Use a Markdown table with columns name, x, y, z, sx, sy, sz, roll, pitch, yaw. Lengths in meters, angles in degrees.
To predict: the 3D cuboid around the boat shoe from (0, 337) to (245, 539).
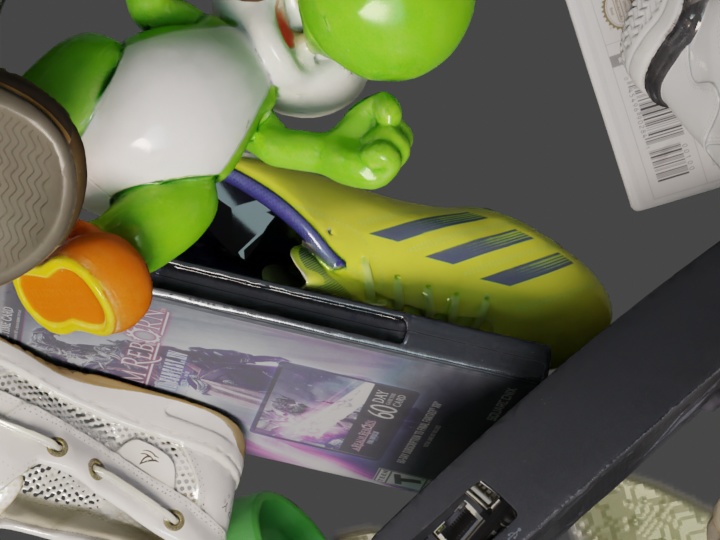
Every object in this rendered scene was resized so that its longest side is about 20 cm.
| name | x | y | z | sx | sy | sz | roll | pitch | yaw |
| --- | --- | --- | --- | --- | --- | --- | --- | --- | --- |
| boat shoe | -0.140 | 0.069 | 0.953 | 0.199 | 0.070 | 0.071 | 15 | 147 | -13 |

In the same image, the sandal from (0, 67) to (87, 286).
| name | x | y | z | sx | sy | sz | roll | pitch | yaw |
| --- | --- | --- | --- | --- | --- | --- | --- | --- | --- |
| sandal | -0.181 | -0.025 | 0.753 | 0.198 | 0.055 | 0.082 | 8 | 122 | -2 |

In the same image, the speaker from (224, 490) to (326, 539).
| name | x | y | z | sx | sy | sz | roll | pitch | yaw |
| --- | --- | --- | --- | --- | --- | --- | --- | --- | --- |
| speaker | -0.099 | 0.169 | 1.037 | 0.199 | 0.089 | 0.089 | -33 | 113 | 17 |

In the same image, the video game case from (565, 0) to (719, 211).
| name | x | y | z | sx | sy | sz | roll | pitch | yaw |
| --- | --- | --- | --- | --- | --- | --- | --- | --- | --- |
| video game case | 0.173 | -0.112 | 0.921 | 0.199 | 0.018 | 0.144 | -16 | 116 | 9 |

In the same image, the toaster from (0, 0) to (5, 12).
| name | x | y | z | sx | sy | sz | roll | pitch | yaw |
| --- | --- | --- | --- | --- | --- | --- | --- | --- | --- |
| toaster | -0.214 | -0.121 | 0.831 | 0.118 | 0.181 | 0.200 | -35 | 113 | 20 |

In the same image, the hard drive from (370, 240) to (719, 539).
| name | x | y | z | sx | sy | sz | roll | pitch | yaw |
| --- | --- | --- | --- | --- | --- | --- | --- | --- | --- |
| hard drive | 0.073 | 0.068 | 0.922 | 0.200 | 0.135 | 0.042 | -39 | 79 | -20 |

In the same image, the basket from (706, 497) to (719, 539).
| name | x | y | z | sx | sy | sz | roll | pitch | yaw |
| --- | --- | --- | --- | --- | --- | --- | --- | --- | --- |
| basket | 0.218 | 0.103 | 0.821 | 0.199 | 0.136 | 0.124 | 24 | 120 | -11 |

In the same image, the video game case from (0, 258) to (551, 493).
| name | x | y | z | sx | sy | sz | roll | pitch | yaw |
| --- | --- | --- | --- | --- | --- | --- | --- | --- | --- |
| video game case | -0.042 | 0.037 | 0.957 | 0.199 | 0.019 | 0.143 | 12 | 156 | -6 |

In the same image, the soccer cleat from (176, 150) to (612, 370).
| name | x | y | z | sx | sy | sz | roll | pitch | yaw |
| --- | --- | --- | --- | --- | --- | --- | --- | --- | --- |
| soccer cleat | -0.001 | 0.001 | 0.945 | 0.199 | 0.084 | 0.065 | 21 | 113 | -10 |

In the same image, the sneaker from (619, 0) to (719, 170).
| name | x | y | z | sx | sy | sz | roll | pitch | yaw |
| --- | --- | --- | --- | --- | --- | --- | --- | --- | --- |
| sneaker | 0.169 | -0.097 | 0.834 | 0.075 | 0.115 | 0.200 | -2 | 141 | -37 |

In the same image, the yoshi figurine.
| name | x | y | z | sx | sy | sz | roll | pitch | yaw |
| --- | --- | --- | --- | --- | --- | --- | --- | --- | --- |
| yoshi figurine | -0.037 | -0.068 | 0.853 | 0.112 | 0.200 | 0.113 | 30 | 143 | 31 |
